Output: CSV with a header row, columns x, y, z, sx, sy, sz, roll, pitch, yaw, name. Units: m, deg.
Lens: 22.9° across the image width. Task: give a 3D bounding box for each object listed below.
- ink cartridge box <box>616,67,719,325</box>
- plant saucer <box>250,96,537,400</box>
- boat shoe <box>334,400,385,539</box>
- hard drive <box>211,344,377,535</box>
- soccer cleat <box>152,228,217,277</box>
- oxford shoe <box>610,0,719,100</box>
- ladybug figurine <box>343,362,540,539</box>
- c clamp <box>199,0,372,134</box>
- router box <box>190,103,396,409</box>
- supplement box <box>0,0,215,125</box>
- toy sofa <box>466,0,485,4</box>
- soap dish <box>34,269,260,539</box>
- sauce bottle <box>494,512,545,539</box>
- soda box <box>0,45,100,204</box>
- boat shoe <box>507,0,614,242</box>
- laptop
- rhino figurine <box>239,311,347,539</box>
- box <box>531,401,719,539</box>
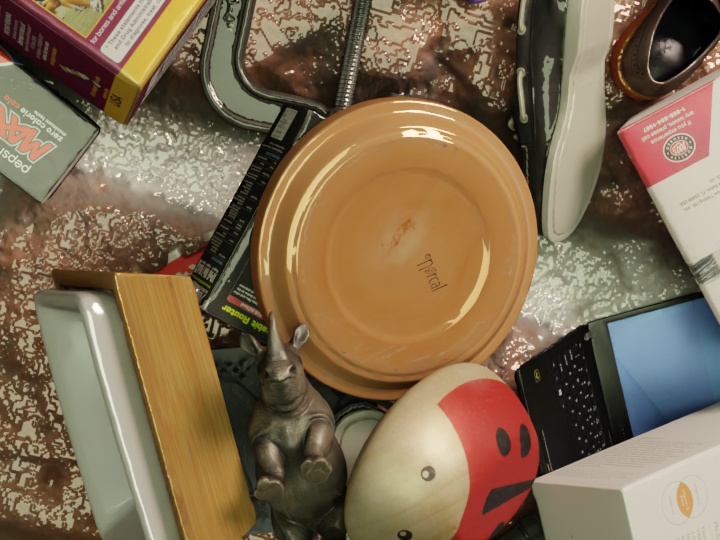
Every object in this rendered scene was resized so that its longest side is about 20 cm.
x,y,z,sx,sy,sz,roll,pitch,yaw,name
0.294,-0.049,1.258,0.144,0.084,0.201,-28,93,17,ink cartridge box
0.027,-0.012,1.164,0.199,0.032,0.202,-5,103,-20,plant saucer
0.007,0.191,1.242,0.074,0.062,0.201,-11,96,-6,boat shoe
-0.087,0.120,1.275,0.199,0.042,0.136,-5,95,-7,hard drive
-0.051,0.000,1.257,0.199,0.069,0.086,-17,93,-10,soccer cleat
0.258,-0.206,1.271,0.071,0.073,0.201,32,90,-8,oxford shoe
0.061,0.131,1.154,0.072,0.200,0.136,24,108,24,ladybug figurine
-0.027,-0.168,1.267,0.170,0.027,0.201,6,94,-1,c clamp
0.000,0.000,1.208,0.199,0.062,0.150,30,88,-23,router box
-0.197,-0.212,1.181,0.200,0.103,0.131,36,74,-5,supplement box
0.109,-0.284,1.229,0.097,0.083,0.201,34,88,-22,toy sofa
-0.142,0.092,1.172,0.081,0.157,0.201,-17,97,-22,soap dish
0.053,0.246,1.293,0.200,0.066,0.066,-35,98,-3,sauce bottle
-0.276,-0.133,1.219,0.200,0.063,0.071,38,90,-9,soda box
0.136,-0.122,1.271,0.060,0.074,0.201,16,114,32,boat shoe
0.211,0.123,1.280,0.103,0.200,0.178,-11,97,31,laptop
-0.043,0.109,1.136,0.059,0.088,0.201,-9,123,3,rhino figurine
0.233,0.175,1.228,0.199,0.097,0.125,-17,97,-33,box
